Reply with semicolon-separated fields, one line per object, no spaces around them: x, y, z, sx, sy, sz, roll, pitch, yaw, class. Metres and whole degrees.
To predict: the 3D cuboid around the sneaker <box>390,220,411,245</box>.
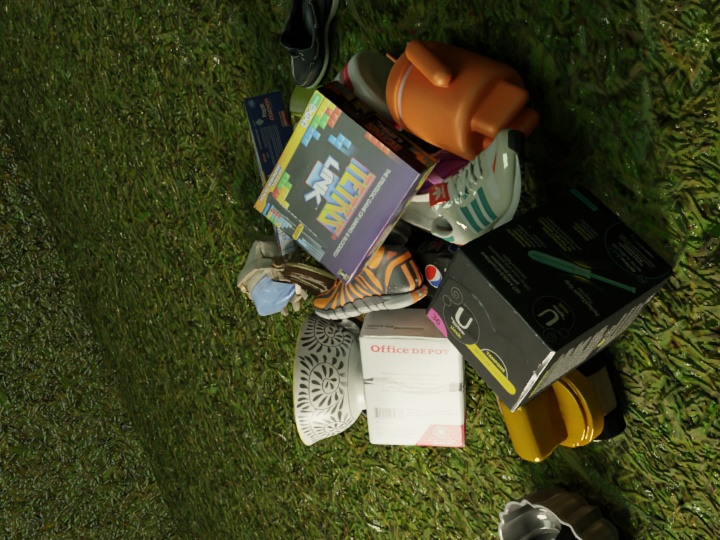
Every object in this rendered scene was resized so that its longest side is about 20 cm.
-0.002;-0.020;1.322;0.075;0.082;0.200;30;152;-15;sneaker

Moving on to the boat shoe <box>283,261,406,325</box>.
-0.031;0.046;1.337;0.200;0.068;0.072;24;174;3;boat shoe

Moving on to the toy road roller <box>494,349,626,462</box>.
0.216;0.160;1.090;0.200;0.146;0.123;-1;112;56;toy road roller

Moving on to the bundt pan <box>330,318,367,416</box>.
0.009;0.139;1.451;0.202;0.076;0.202;35;138;38;bundt pan

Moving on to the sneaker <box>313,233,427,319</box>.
0.000;0.000;1.228;0.200;0.078;0.112;-14;103;39;sneaker

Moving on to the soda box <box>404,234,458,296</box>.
0.143;0.002;1.162;0.200;0.063;0.071;15;124;51;soda box

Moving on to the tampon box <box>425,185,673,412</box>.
0.203;0.027;0.959;0.150;0.200;0.126;49;146;23;tampon box

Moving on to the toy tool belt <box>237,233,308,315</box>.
-0.155;0.031;1.574;0.123;0.125;0.200;60;151;21;toy tool belt

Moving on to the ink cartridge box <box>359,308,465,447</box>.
0.081;0.156;1.288;0.145;0.083;0.200;1;120;11;ink cartridge box

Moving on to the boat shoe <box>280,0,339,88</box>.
-0.082;-0.336;1.241;0.075;0.066;0.199;54;147;20;boat shoe

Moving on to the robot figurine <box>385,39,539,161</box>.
0.109;-0.199;1.013;0.200;0.144;0.117;32;119;41;robot figurine

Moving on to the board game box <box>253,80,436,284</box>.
-0.025;-0.107;1.103;0.165;0.057;0.200;40;127;9;board game box

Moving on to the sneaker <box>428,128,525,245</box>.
0.125;-0.085;0.971;0.200;0.093;0.070;96;180;-62;sneaker

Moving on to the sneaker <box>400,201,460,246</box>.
0.102;-0.090;1.174;0.200;0.073;0.085;27;93;60;sneaker

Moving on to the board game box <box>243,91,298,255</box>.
-0.123;-0.138;1.377;0.200;0.062;0.200;86;168;-61;board game box

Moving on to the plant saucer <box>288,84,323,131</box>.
-0.039;-0.174;1.318;0.200;0.048;0.200;20;129;48;plant saucer

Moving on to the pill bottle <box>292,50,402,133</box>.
-0.021;-0.187;1.167;0.200;0.111;0.111;-42;76;37;pill bottle

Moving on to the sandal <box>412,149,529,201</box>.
0.116;-0.129;1.085;0.202;0.083;0.050;4;140;41;sandal

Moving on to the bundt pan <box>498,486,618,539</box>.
0.288;0.386;1.205;0.202;0.076;0.202;35;138;38;bundt pan

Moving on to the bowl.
-0.032;0.166;1.333;0.094;0.201;0.201;0;120;12;bowl
